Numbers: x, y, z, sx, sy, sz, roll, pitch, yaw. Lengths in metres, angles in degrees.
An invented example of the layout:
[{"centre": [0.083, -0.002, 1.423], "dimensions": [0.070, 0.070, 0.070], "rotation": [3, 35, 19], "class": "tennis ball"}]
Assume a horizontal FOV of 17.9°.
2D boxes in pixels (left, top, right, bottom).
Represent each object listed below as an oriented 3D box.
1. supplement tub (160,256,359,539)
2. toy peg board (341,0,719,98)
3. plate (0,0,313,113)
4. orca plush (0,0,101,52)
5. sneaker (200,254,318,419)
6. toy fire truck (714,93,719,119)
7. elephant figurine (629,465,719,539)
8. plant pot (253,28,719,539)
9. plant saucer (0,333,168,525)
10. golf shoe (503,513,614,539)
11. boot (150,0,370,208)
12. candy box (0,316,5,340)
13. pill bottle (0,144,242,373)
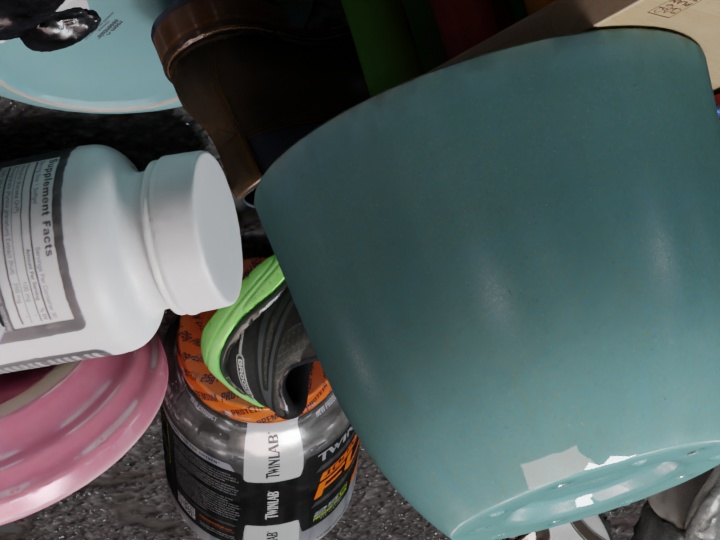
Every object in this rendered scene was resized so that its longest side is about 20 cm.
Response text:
[{"centre": [-0.058, 0.081, 1.359], "dimensions": [0.121, 0.123, 0.200], "rotation": [-2, 152, -3], "class": "supplement tub"}, {"centre": [0.097, -0.114, 1.002], "dimensions": [0.198, 0.099, 0.199], "rotation": [-27, 162, 32], "class": "toy peg board"}, {"centre": [-0.120, -0.121, 1.081], "dimensions": [0.198, 0.026, 0.201], "rotation": [-3, 152, -1], "class": "plate"}, {"centre": [-0.134, -0.129, 0.982], "dimensions": [0.198, 0.071, 0.106], "rotation": [-9, 125, 11], "class": "orca plush"}, {"centre": [0.000, 0.000, 1.211], "dimensions": [0.200, 0.084, 0.077], "rotation": [-49, 171, 27], "class": "sneaker"}, {"centre": [0.211, -0.081, 0.964], "dimensions": [0.199, 0.049, 0.141], "rotation": [-24, 163, 26], "class": "toy fire truck"}, {"centre": [0.215, 0.141, 1.416], "dimensions": [0.140, 0.201, 0.155], "rotation": [1, 151, -7], "class": "elephant figurine"}, {"centre": [0.073, 0.017, 0.945], "dimensions": [0.199, 0.162, 0.201], "rotation": [-16, 164, -5], "class": "plant pot"}, {"centre": [-0.207, 0.065, 1.266], "dimensions": [0.199, 0.201, 0.051], "rotation": [-10, 121, 12], "class": "plant saucer"}, {"centre": [0.094, 0.144, 1.404], "dimensions": [0.094, 0.201, 0.078], "rotation": [9, 140, -41], "class": "golf shoe"}, {"centre": [-0.008, -0.068, 1.089], "dimensions": [0.199, 0.097, 0.075], "rotation": [5, 145, -43], "class": "boot"}, {"centre": [-0.285, -0.022, 1.098], "dimensions": [0.166, 0.072, 0.201], "rotation": [-10, 118, 13], "class": "candy box"}, {"centre": [-0.167, -0.005, 1.199], "dimensions": [0.198, 0.112, 0.111], "rotation": [-10, 151, 12], "class": "pill bottle"}]
